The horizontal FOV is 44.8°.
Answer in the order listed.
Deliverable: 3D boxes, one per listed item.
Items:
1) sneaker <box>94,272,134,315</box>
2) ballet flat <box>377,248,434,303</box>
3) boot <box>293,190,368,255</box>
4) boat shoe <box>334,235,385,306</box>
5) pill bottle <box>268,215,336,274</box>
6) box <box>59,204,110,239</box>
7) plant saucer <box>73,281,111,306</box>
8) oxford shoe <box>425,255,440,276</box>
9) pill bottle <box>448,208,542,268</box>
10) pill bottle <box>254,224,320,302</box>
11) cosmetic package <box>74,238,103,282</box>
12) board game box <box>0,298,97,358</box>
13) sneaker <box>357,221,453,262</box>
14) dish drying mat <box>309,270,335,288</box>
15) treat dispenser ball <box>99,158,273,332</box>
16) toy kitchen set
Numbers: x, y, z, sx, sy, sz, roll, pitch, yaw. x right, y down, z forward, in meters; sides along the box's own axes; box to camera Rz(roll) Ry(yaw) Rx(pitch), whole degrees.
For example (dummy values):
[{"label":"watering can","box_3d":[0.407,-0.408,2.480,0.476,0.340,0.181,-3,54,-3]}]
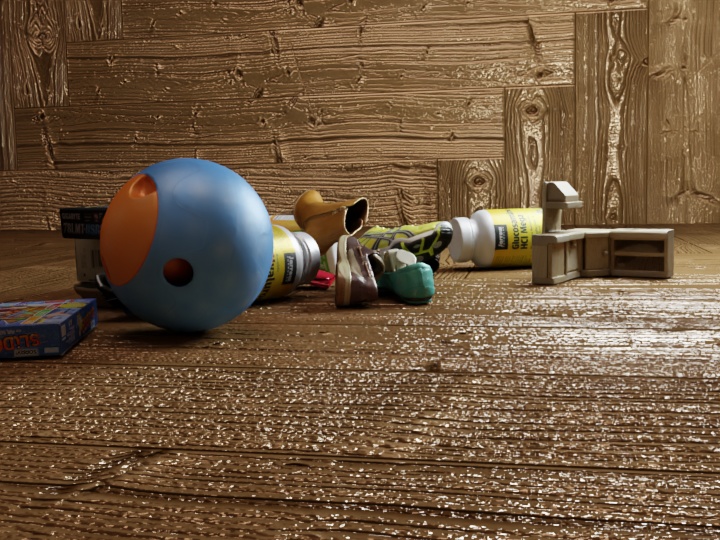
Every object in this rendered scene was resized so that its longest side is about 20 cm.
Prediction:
[{"label":"sneaker","box_3d":[-0.250,-0.019,1.137,0.200,0.070,0.078,-38,-31,-1]},{"label":"ballet flat","box_3d":[0.060,0.003,1.299,0.067,0.071,0.200,-3,6,-17]},{"label":"boot","box_3d":[-0.046,-0.093,1.474,0.144,0.071,0.202,-24,29,27]},{"label":"boat shoe","box_3d":[0.000,0.000,1.276,0.072,0.073,0.200,2,17,-1]},{"label":"pill bottle","box_3d":[-0.129,-0.046,1.621,0.199,0.112,0.111,0,6,15]},{"label":"box","box_3d":[-0.304,-0.077,1.276,0.198,0.050,0.199,-12,10,-41]},{"label":"plant saucer","box_3d":[-0.331,0.030,1.329,0.199,0.030,0.200,-1,7,0]},{"label":"oxford shoe","box_3d":[0.105,-0.012,1.529,0.084,0.073,0.200,19,16,23]},{"label":"pill bottle","box_3d":[0.275,-0.062,1.683,0.199,0.113,0.112,-3,6,-13]},{"label":"pill bottle","box_3d":[-0.154,-0.010,1.270,0.111,0.112,0.200,4,8,40]},{"label":"cosmetic package","box_3d":[-0.356,-0.027,1.407,0.103,0.074,0.200,0,7,17]},{"label":"board game box","box_3d":[-0.379,0.063,0.972,0.135,0.035,0.200,-3,6,-6]},{"label":"sneaker","box_3d":[0.048,-0.043,1.380,0.199,0.077,0.075,-20,-31,13]},{"label":"dish drying mat","box_3d":[-0.142,-0.007,1.444,0.199,0.018,0.077,13,13,5]},{"label":"treat dispenser ball","box_3d":[-0.200,-0.029,1.018,0.200,0.202,0.201,-1,6,0]},{"label":"toy kitchen set","box_3d":[0.400,-0.066,1.445,0.180,0.164,0.200,3,7,35]}]
